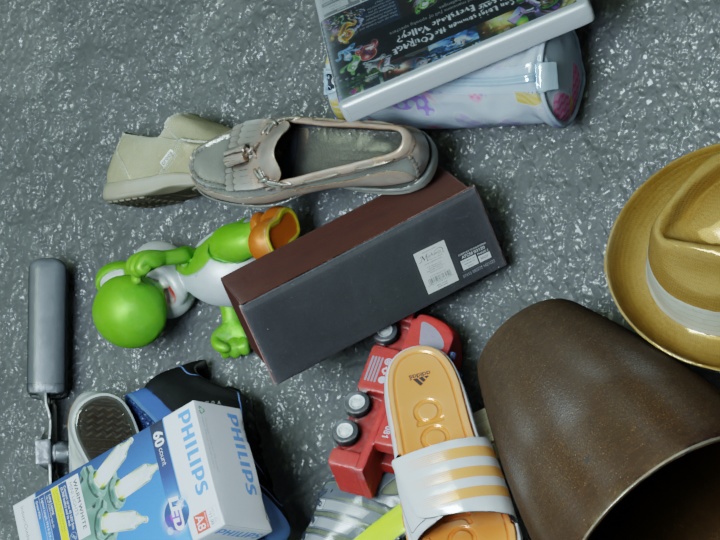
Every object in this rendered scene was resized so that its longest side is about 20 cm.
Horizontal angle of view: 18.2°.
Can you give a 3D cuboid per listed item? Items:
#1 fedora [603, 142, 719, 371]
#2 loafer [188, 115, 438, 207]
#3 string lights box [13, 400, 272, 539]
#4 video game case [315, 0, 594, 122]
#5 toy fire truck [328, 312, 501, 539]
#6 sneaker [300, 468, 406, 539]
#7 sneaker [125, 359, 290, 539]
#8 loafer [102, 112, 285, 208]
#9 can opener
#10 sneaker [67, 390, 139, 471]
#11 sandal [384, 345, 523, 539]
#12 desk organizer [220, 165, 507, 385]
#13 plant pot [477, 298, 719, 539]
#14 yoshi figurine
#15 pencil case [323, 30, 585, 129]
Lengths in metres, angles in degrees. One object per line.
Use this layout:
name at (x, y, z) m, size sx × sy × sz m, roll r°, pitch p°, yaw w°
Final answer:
fedora at (0.266, -0.027, 1.562) m, size 0.200 × 0.082 × 0.201 m, roll -7°, pitch 60°, yaw 12°
loafer at (-0.043, -0.091, 1.720) m, size 0.199 × 0.063 × 0.072 m, roll -2°, pitch 74°, yaw 17°
string lights box at (-0.167, 0.187, 1.702) m, size 0.200 × 0.059 × 0.103 m, roll -31°, pitch 62°, yaw 30°
video game case at (0.064, -0.213, 1.703) m, size 0.200 × 0.023 × 0.182 m, roll -22°, pitch 45°, yaw 10°
toy fire truck at (0.054, 0.128, 1.671) m, size 0.141 × 0.049 × 0.200 m, roll 12°, pitch 60°, yaw 19°
sneaker at (-0.015, 0.207, 1.731) m, size 0.200 × 0.074 × 0.081 m, roll -33°, pitch 62°, yaw 13°
sneaker at (-0.103, 0.140, 1.765) m, size 0.078 × 0.070 × 0.200 m, roll -31°, pitch 51°, yaw -21°
loafer at (-0.128, -0.096, 1.827) m, size 0.200 × 0.076 × 0.069 m, roll -8°, pitch 84°, yaw 28°
can opener at (-0.246, 0.091, 1.889) m, size 0.067 × 0.053 × 0.201 m, roll 0°, pitch 81°, yaw -4°
sneaker at (-0.186, 0.189, 1.823) m, size 0.073 × 0.085 × 0.201 m, roll -18°, pitch 97°, yaw -15°
sandal at (0.055, 0.130, 1.603) m, size 0.079 × 0.059 × 0.207 m, roll -18°, pitch 55°, yaw -2°
desk organizer at (0.000, 0.000, 1.712) m, size 0.200 × 0.072 × 0.077 m, roll -27°, pitch 23°, yaw -8°
plant pot at (0.172, 0.119, 1.588) m, size 0.187 × 0.187 × 0.200 m, roll -49°, pitch 50°, yaw 14°
yoshi figurine at (-0.135, 0.017, 1.799) m, size 0.200 × 0.112 × 0.113 m, roll -12°, pitch 83°, yaw 30°
pencil case at (0.071, -0.149, 1.718) m, size 0.199 × 0.091 × 0.083 m, roll 2°, pitch 83°, yaw 28°
